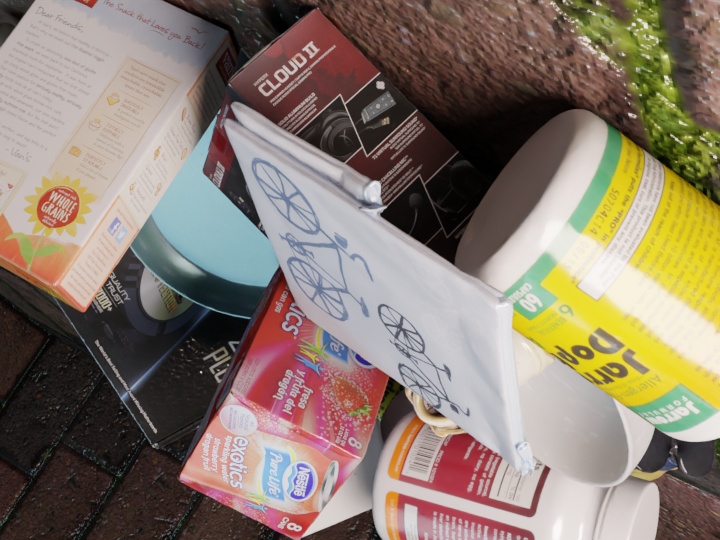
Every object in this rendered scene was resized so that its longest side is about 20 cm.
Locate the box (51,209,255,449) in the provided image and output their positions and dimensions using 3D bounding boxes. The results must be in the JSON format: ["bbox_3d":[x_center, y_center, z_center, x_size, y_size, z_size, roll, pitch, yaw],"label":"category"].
[{"bbox_3d":[-0.151,0.018,0.972,0.200,0.163,0.086,62,179,-19],"label":"box"}]

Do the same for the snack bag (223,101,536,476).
[{"bbox_3d":[0.016,0.013,0.638,0.200,0.021,0.189,35,158,30],"label":"snack bag"}]

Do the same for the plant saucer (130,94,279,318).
[{"bbox_3d":[-0.086,-0.048,0.865,0.199,0.027,0.201,6,128,8],"label":"plant saucer"}]

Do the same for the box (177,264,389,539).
[{"bbox_3d":[-0.037,0.066,0.797,0.095,0.200,0.100,29,128,-6],"label":"box"}]

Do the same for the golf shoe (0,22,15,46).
[{"bbox_3d":[-0.258,-0.147,1.029,0.097,0.078,0.200,47,170,29],"label":"golf shoe"}]

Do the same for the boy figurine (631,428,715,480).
[{"bbox_3d":[0.221,0.143,0.965,0.124,0.065,0.200,8,171,-8],"label":"boy figurine"}]

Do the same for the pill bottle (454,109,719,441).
[{"bbox_3d":[0.157,0.017,0.601,0.200,0.113,0.113,34,165,-10],"label":"pill bottle"}]

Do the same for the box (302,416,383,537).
[{"bbox_3d":[-0.065,0.141,1.067,0.200,0.097,0.125,16,120,62],"label":"box"}]

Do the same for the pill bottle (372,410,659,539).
[{"bbox_3d":[0.118,0.180,0.894,0.199,0.113,0.113,11,156,28],"label":"pill bottle"}]

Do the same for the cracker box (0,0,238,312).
[{"bbox_3d":[-0.186,-0.092,0.766,0.134,0.200,0.058,28,166,16],"label":"cracker box"}]

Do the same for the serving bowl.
[{"bbox_3d":[0.129,0.048,0.797,0.200,0.066,0.200,44,158,23],"label":"serving bowl"}]

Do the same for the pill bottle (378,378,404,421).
[{"bbox_3d":[0.045,0.133,1.189,0.200,0.112,0.112,32,165,-2],"label":"pill bottle"}]

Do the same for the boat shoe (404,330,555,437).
[{"bbox_3d":[0.064,0.076,0.789,0.074,0.069,0.200,50,160,10],"label":"boat shoe"}]

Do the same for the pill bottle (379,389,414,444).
[{"bbox_3d":[0.114,0.177,1.072,0.200,0.111,0.111,28,169,-34],"label":"pill bottle"}]

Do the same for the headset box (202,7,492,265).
[{"bbox_3d":[-0.010,-0.050,0.709,0.200,0.077,0.149,46,160,3],"label":"headset box"}]
